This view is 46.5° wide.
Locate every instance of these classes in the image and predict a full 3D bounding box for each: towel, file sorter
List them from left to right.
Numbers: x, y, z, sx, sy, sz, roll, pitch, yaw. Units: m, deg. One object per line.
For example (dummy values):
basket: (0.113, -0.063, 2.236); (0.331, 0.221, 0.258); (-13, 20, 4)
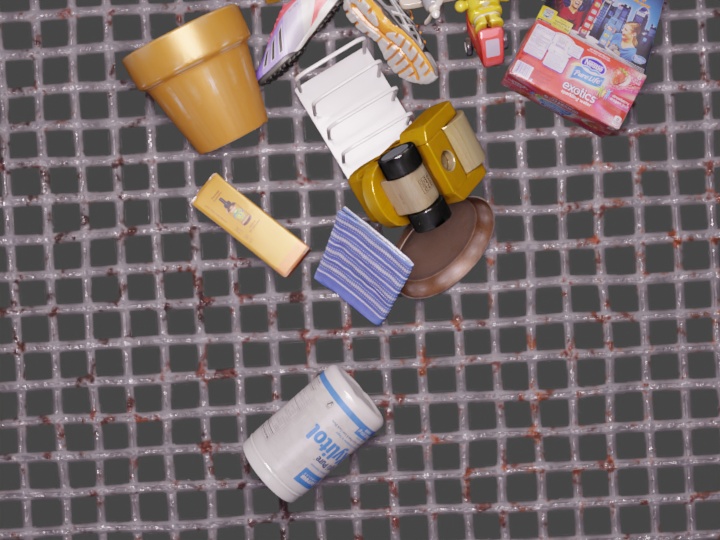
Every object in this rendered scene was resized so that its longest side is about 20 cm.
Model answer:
towel: (0.000, 0.000, 1.321); (0.145, 0.200, 0.024); (39, 58, 9)
file sorter: (0.001, -0.251, 1.343); (0.139, 0.125, 0.200); (-31, 90, 0)

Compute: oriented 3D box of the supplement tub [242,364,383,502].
supplement tub: (-0.075, 0.262, 1.354); (0.200, 0.132, 0.132); (-42, 90, 1)

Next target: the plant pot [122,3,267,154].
plant pot: (-0.243, -0.293, 1.330); (0.200, 0.200, 0.183); (-26, 105, 1)

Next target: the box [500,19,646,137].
box: (0.342, -0.308, 1.357); (0.200, 0.095, 0.100); (27, 92, 0)

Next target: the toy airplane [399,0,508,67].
toy airplane: (0.192, -0.454, 1.335); (0.199, 0.141, 0.200); (35, 92, 2)

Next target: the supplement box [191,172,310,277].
supplement box: (-0.179, -0.074, 1.384); (0.200, 0.069, 0.067); (39, 90, -1)

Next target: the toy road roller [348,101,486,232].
toy road roller: (0.076, -0.145, 1.231); (0.200, 0.146, 0.123); (-46, 114, -36)

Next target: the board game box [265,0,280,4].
board game box: (-0.148, -0.553, 1.326); (0.057, 0.165, 0.200); (-26, 90, -22)

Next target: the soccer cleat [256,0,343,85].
soccer cleat: (-0.114, -0.390, 1.365); (0.073, 0.068, 0.200); (42, 107, -5)

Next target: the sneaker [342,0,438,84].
sneaker: (0.064, -0.394, 1.375); (0.200, 0.078, 0.077); (48, 59, -10)

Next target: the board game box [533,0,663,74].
board game box: (0.414, -0.441, 1.372); (0.200, 0.062, 0.200); (28, 90, 1)

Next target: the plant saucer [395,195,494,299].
plant saucer: (0.126, -0.043, 1.337); (0.200, 0.200, 0.034); (-42, 54, 1)
